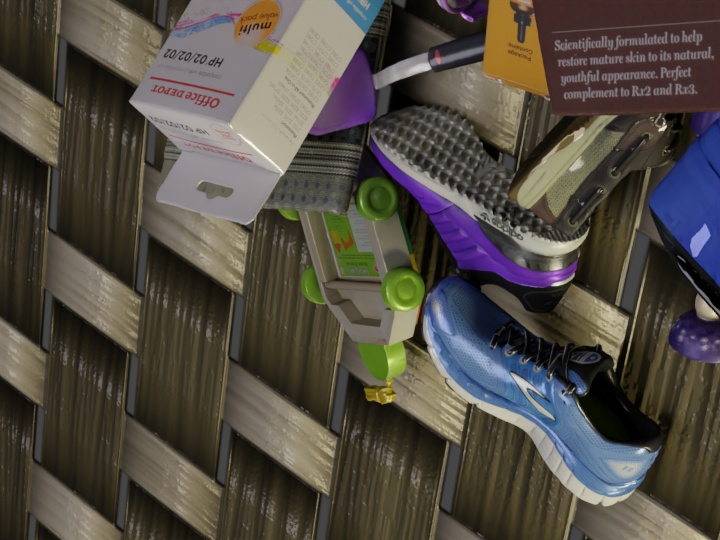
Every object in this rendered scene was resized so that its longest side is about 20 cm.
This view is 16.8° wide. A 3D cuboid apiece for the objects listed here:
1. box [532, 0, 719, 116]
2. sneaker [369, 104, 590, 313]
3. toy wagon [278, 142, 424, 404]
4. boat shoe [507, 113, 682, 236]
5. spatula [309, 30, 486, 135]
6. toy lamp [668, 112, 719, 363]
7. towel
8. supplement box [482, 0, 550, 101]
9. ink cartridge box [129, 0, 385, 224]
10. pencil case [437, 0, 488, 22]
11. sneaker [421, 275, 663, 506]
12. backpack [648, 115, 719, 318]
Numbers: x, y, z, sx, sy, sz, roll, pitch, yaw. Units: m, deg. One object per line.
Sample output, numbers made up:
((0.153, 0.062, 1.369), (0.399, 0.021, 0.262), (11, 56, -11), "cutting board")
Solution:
((0.217, -0.193, 1.397), (0.165, 0.199, 0.166), (3, 109, 48), "box")
((0.074, -0.036, 1.725), (0.200, 0.069, 0.100), (39, 140, 34), "sneaker")
((0.000, 0.000, 1.823), (0.155, 0.039, 0.202), (4, 113, 64), "toy wagon")
((0.179, -0.096, 1.589), (0.066, 0.072, 0.201), (39, 126, -10), "boat shoe")
((0.038, -0.142, 1.702), (0.199, 0.021, 0.057), (-14, 82, 27), "spatula")
((0.232, -0.040, 1.556), (0.058, 0.058, 0.202), (27, 124, 38), "toy lamp")
((-0.062, -0.139, 1.806), (0.199, 0.034, 0.194), (8, 86, 42), "towel")
((0.130, -0.216, 1.583), (0.066, 0.069, 0.202), (22, 120, 31), "supplement box")
((-0.081, -0.140, 1.706), (0.115, 0.201, 0.068), (14, 159, 46), "ink cartridge box")
((0.014, -0.254, 1.684), (0.200, 0.084, 0.086), (38, 135, 30), "pencil case")
((0.130, 0.069, 1.681), (0.200, 0.079, 0.089), (40, 136, 0), "sneaker")
((0.285, -0.023, 1.433), (0.200, 0.162, 0.168), (45, 105, 25), "backpack")
